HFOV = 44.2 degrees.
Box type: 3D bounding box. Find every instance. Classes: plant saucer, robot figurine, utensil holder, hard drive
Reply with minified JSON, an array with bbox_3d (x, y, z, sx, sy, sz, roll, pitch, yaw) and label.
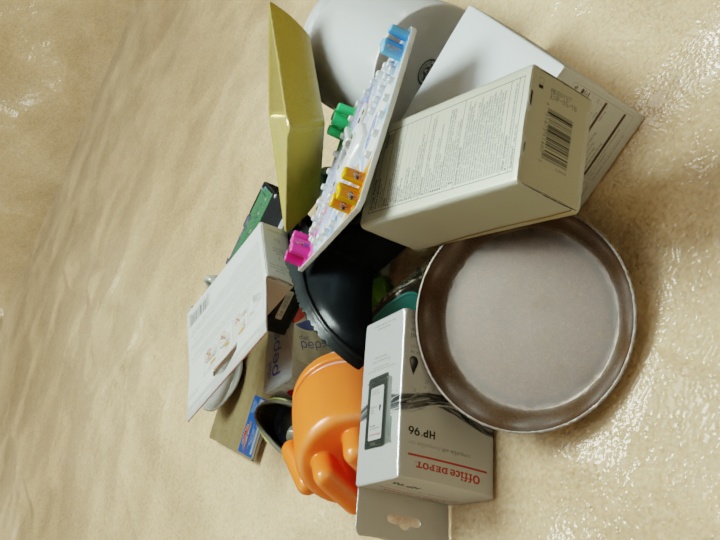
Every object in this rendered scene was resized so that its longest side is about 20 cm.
[{"bbox_3d":[-0.078,-0.181,1.060,0.200,0.048,0.200,99,163,-57],"label":"plant saucer"},{"bbox_3d":[-0.016,0.161,0.924,0.200,0.116,0.144,-102,22,-64],"label":"robot figurine"},{"bbox_3d":[0.145,0.041,0.780,0.200,0.032,0.201,-4,83,30],"label":"plant saucer"},{"bbox_3d":[0.040,-0.250,1.057,0.170,0.170,0.200,-64,32,9],"label":"utensil holder"},{"bbox_3d":[-0.112,-0.021,1.163,0.140,0.038,0.200,-63,32,11],"label":"hard drive"}]

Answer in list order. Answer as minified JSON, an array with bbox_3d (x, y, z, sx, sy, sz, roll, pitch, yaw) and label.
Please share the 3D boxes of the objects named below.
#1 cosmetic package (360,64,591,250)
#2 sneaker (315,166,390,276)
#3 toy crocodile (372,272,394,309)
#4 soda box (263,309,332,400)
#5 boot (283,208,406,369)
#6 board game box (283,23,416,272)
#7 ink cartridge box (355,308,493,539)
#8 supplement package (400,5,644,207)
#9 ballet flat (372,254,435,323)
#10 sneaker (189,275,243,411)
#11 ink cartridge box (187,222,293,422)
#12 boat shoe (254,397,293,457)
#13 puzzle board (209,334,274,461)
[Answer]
[{"bbox_3d":[0.092,-0.088,0.754,0.200,0.073,0.104,-11,63,55],"label":"cosmetic package"},{"bbox_3d":[-0.021,-0.050,1.116,0.074,0.082,0.200,-48,40,34],"label":"sneaker"},{"bbox_3d":[0.000,0.000,1.035,0.067,0.062,0.201,-21,68,16],"label":"toy crocodile"},{"bbox_3d":[-0.077,0.065,1.157,0.068,0.063,0.201,-32,47,45],"label":"soda box"},{"bbox_3d":[0.011,-0.014,0.931,0.168,0.076,0.200,-42,37,11],"label":"boot"},{"bbox_3d":[-0.015,-0.118,0.882,0.200,0.026,0.200,139,150,-64],"label":"board game box"},{"bbox_3d":[0.063,0.150,0.832,0.068,0.116,0.201,-28,50,50],"label":"ink cartridge box"},{"bbox_3d":[0.147,-0.146,0.880,0.156,0.111,0.200,-58,33,18],"label":"supplement package"},{"bbox_3d":[0.079,0.016,0.950,0.200,0.068,0.075,-42,18,30],"label":"ballet flat"},{"bbox_3d":[-0.216,0.102,1.289,0.075,0.099,0.201,-9,67,53],"label":"sneaker"},{"bbox_3d":[-0.152,0.068,1.094,0.200,0.045,0.177,-47,37,35],"label":"ink cartridge box"},{"bbox_3d":[-0.065,0.201,1.059,0.202,0.060,0.072,16,85,59],"label":"boat shoe"},{"bbox_3d":[-0.152,0.160,1.268,0.151,0.017,0.201,6,78,58],"label":"puzzle board"}]
